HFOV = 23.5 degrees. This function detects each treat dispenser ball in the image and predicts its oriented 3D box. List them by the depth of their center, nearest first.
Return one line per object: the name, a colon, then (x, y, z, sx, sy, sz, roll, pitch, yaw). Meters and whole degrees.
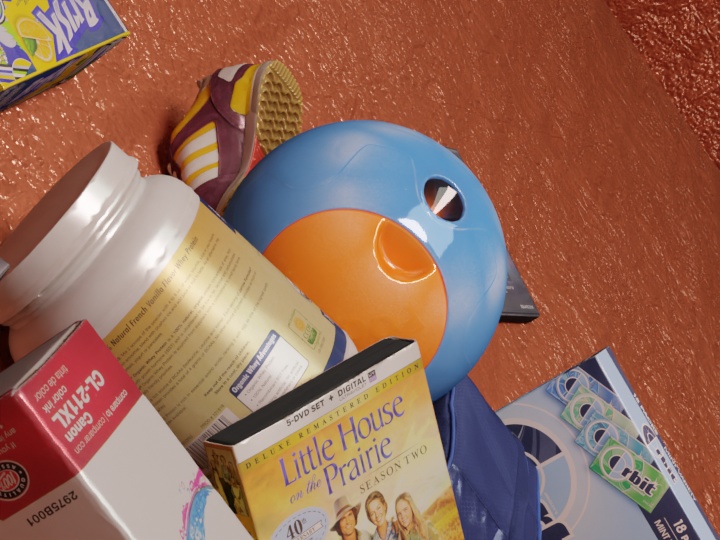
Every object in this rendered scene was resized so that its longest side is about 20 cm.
treat dispenser ball: (0.000, 0.000, 1.169, 0.201, 0.200, 0.202, 45, 26, -29)

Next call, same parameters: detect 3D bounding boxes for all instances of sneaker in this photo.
sneaker: (-0.105, -0.060, 1.275, 0.075, 0.089, 0.201, 47, 49, -45)

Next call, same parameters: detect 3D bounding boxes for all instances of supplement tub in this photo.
supplement tub: (-0.113, 0.036, 1.011, 0.200, 0.144, 0.145, 43, 26, -17)

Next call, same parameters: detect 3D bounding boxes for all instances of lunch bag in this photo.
lunch bag: (0.051, 0.176, 1.198, 0.133, 0.135, 0.200, 49, 24, -20)

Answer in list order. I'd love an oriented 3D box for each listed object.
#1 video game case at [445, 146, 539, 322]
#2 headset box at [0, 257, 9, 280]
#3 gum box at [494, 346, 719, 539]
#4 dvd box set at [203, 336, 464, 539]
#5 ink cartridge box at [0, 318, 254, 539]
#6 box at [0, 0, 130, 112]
video game case: (0.106, -0.040, 1.748, 0.143, 0.019, 0.201, 5, 57, -63)
headset box: (-0.263, 0.002, 0.788, 0.200, 0.075, 0.149, 39, 26, -7)
gum box: (0.142, 0.180, 1.300, 0.171, 0.199, 0.044, 60, 23, 5)
dvd box set: (-0.002, 0.157, 0.973, 0.146, 0.029, 0.202, -26, 110, -39)
ink cartridge box: (-0.136, 0.149, 0.829, 0.201, 0.145, 0.083, 54, 24, -10)
box: (-0.227, -0.149, 1.129, 0.070, 0.064, 0.200, 56, 22, -6)
